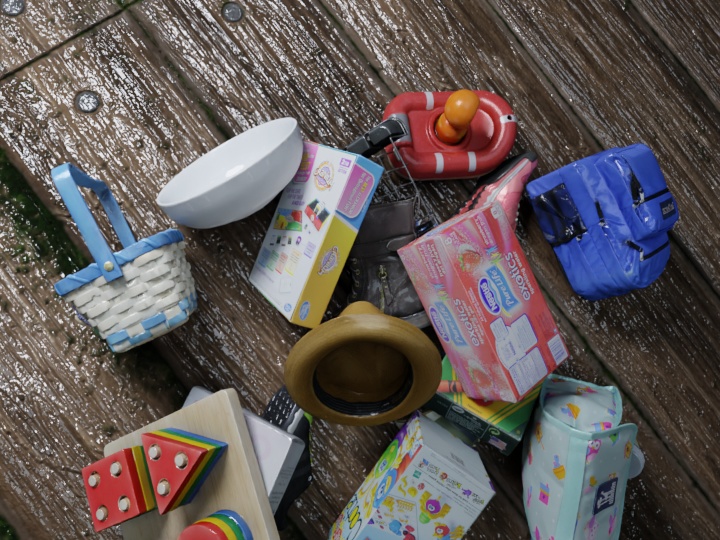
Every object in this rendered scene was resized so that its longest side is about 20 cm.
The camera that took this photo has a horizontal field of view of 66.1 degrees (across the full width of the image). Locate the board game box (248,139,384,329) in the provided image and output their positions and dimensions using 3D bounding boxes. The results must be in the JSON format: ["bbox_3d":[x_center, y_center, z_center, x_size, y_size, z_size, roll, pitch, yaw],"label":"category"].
[{"bbox_3d":[-0.062,-0.051,0.682,0.040,0.153,0.203,19,97,-34],"label":"board game box"}]

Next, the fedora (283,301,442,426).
[{"bbox_3d":[0.002,0.104,0.660,0.197,0.203,0.083,8,41,-11],"label":"fedora"}]

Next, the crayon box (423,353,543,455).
[{"bbox_3d":[0.180,0.122,0.737,0.125,0.051,0.201,27,52,14],"label":"crayon box"}]

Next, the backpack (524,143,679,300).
[{"bbox_3d":[0.355,-0.065,0.792,0.161,0.167,0.203,-20,89,-33],"label":"backpack"}]

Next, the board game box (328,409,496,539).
[{"bbox_3d":[0.054,0.292,0.666,0.104,0.103,0.201,34,97,-5],"label":"board game box"}]

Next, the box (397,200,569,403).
[{"bbox_3d":[0.141,0.038,0.644,0.102,0.094,0.202,-30,96,-28],"label":"box"}]

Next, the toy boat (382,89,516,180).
[{"bbox_3d":[0.135,-0.210,0.794,0.196,0.131,0.133,-6,78,-13],"label":"toy boat"}]

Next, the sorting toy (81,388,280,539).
[{"bbox_3d":[-0.202,0.261,0.600,0.197,0.069,0.203,-26,75,19],"label":"sorting toy"}]

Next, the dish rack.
[{"bbox_3d":[0.026,-0.083,0.749,0.152,0.054,0.203,-27,91,29],"label":"dish rack"}]

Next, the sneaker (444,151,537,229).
[{"bbox_3d":[0.206,-0.093,0.834,0.087,0.074,0.200,46,77,-16],"label":"sneaker"}]

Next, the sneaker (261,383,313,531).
[{"bbox_3d":[-0.093,0.237,0.708,0.082,0.071,0.203,32,74,-30],"label":"sneaker"}]

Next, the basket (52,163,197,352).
[{"bbox_3d":[-0.276,-0.017,0.638,0.137,0.176,0.203,-22,94,-8],"label":"basket"}]

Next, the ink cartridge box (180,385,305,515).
[{"bbox_3d":[-0.174,0.259,0.642,0.160,0.057,0.202,18,71,26],"label":"ink cartridge box"}]

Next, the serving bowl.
[{"bbox_3d":[-0.153,-0.113,0.697,0.199,0.199,0.066,-37,119,-16],"label":"serving bowl"}]

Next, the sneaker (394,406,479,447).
[{"bbox_3d":[0.138,0.210,0.761,0.197,0.067,0.092,-14,99,-21],"label":"sneaker"}]

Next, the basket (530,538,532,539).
[{"bbox_3d":[0.264,0.421,0.694,0.137,0.176,0.204,17,90,-24],"label":"basket"}]

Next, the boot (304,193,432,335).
[{"bbox_3d":[0.000,0.000,0.713,0.196,0.069,0.177,-15,103,9],"label":"boot"}]

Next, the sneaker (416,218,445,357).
[{"bbox_3d":[0.091,0.022,0.771,0.074,0.078,0.204,-8,81,-13],"label":"sneaker"}]

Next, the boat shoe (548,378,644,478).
[{"bbox_3d":[0.312,0.216,0.796,0.199,0.062,0.072,40,113,10],"label":"boat shoe"}]

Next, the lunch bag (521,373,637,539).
[{"bbox_3d":[0.260,0.239,0.675,0.120,0.200,0.174,9,99,17],"label":"lunch bag"}]
